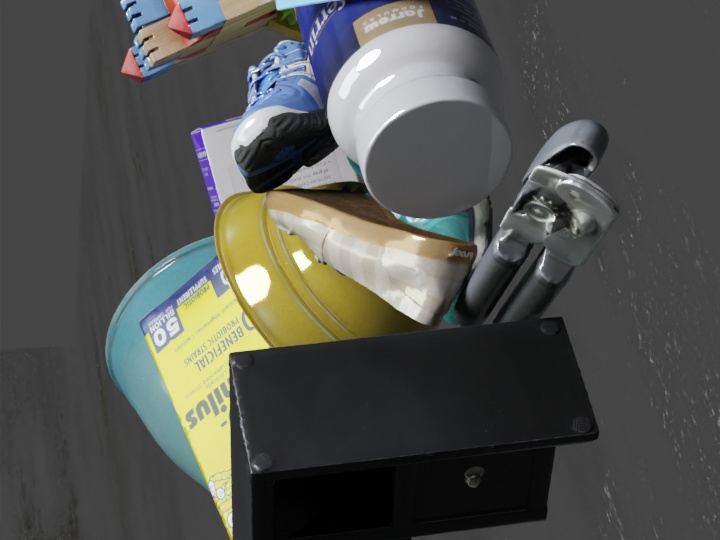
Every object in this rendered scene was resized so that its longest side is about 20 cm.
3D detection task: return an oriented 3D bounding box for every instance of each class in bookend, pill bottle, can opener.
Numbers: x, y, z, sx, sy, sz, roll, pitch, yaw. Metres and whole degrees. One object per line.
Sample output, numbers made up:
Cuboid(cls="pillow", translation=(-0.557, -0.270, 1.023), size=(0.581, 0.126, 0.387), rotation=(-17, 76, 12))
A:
Cuboid(cls="bookend", translation=(0.024, 0.136, 1.271), size=(0.200, 0.198, 0.092), rotation=(94, 167, -46))
Cuboid(cls="pill bottle", translation=(0.028, -0.131, 1.358), size=(0.200, 0.115, 0.116), rotation=(-107, 20, -47))
Cuboid(cls="can opener", translation=(0.105, -0.021, 1.224), size=(0.067, 0.053, 0.200), rotation=(-63, 0, -24))

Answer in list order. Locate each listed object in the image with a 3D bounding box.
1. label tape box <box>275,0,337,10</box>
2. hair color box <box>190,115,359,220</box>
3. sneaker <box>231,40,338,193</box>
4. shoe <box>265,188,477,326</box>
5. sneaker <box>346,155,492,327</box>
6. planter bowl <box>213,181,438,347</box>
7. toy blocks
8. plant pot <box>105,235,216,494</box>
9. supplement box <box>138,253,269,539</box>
Cuboid(cls="label tape box", translation=(0.014, -0.268, 1.337), size=(0.143, 0.066, 0.201), rotation=(-5, 88, 32))
Cuboid(cls="hair color box", translation=(-0.048, -0.025, 1.624), size=(0.065, 0.109, 0.201), rotation=(176, 77, -78))
Cuboid(cls="sneaker", translation=(-0.052, -0.106, 1.424), size=(0.077, 0.076, 0.200), rotation=(52, -164, 0))
Cuboid(cls="shoe", translation=(-0.002, -0.014, 1.336), size=(0.200, 0.070, 0.054), rotation=(24, 108, 55))
Cuboid(cls="sneaker", translation=(0.039, -0.030, 1.406), size=(0.200, 0.079, 0.078), rotation=(-110, 22, -52))
Cuboid(cls="planter bowl", translation=(0.000, 0.000, 1.473), size=(0.083, 0.200, 0.201), rotation=(-42, 40, 26))
Cuboid(cls="toy blocks", translation=(-0.110, -0.192, 1.542), size=(0.100, 0.136, 0.200), rotation=(65, 168, -1))
Cuboid(cls="plant pot", translation=(-0.085, 0.103, 1.764), size=(0.188, 0.199, 0.201), rotation=(-124, 32, -42))
Cuboid(cls="supplement box", translation=(-0.053, 0.093, 1.489), size=(0.109, 0.109, 0.200), rotation=(-40, 59, 24))
